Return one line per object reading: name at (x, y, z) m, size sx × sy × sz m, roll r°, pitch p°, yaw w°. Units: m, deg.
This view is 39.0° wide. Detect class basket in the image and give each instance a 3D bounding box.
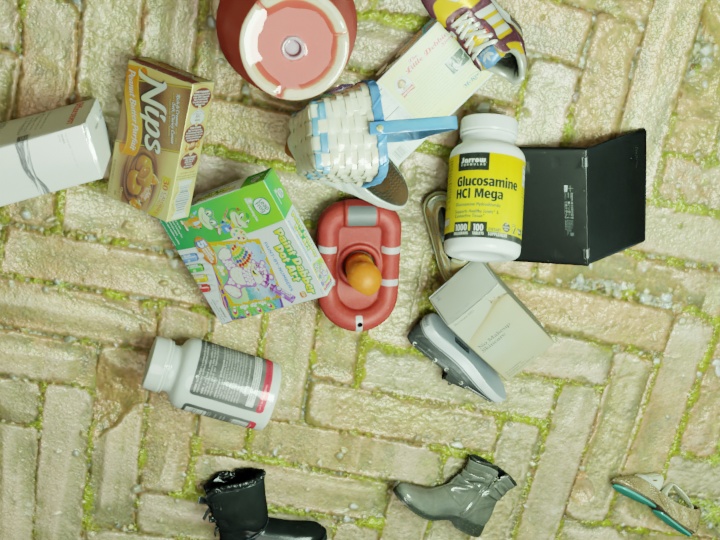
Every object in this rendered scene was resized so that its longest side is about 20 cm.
basket at (0.014, -0.184, 1.368) m, size 0.198 × 0.176 × 0.140 m, roll -3°, pitch 90°, yaw -18°

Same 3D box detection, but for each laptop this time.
laptop at (0.336, -0.116, 1.583) m, size 0.198 × 0.116 × 0.189 m, roll 3°, pitch 114°, yaw 22°

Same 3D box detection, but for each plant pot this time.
plant pot at (-0.093, -0.315, 1.354) m, size 0.199 × 0.178 × 0.202 m, roll -3°, pitch 113°, yaw -6°

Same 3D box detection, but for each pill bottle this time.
pill bottle at (0.181, -0.119, 1.473) m, size 0.111 × 0.112 × 0.202 m, roll 5°, pitch 81°, yaw -10°
pill bottle at (-0.230, 0.169, 1.566) m, size 0.199 × 0.111 × 0.111 m, roll 18°, pitch 108°, yaw -15°

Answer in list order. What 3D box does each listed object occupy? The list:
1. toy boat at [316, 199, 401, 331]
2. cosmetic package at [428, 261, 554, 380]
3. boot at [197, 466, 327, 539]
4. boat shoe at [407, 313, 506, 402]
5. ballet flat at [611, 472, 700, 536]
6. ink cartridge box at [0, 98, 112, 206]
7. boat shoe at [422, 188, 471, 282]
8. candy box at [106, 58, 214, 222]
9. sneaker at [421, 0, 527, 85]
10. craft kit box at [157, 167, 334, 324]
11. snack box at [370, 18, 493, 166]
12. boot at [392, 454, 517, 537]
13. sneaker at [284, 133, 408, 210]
toy boat at (0.000, 0.000, 1.518) m, size 0.129 × 0.131 × 0.202 m, roll -1°, pitch 112°, yaw -7°
cosmetic package at (0.205, 0.078, 1.573) m, size 0.103 × 0.073 × 0.200 m, roll -41°, pitch 134°, yaw 9°
boot at (-0.163, 0.404, 1.695) m, size 0.197 × 0.073 × 0.164 m, roll -11°, pitch 110°, yaw -3°
boat shoe at (0.152, 0.153, 1.639) m, size 0.066 × 0.070 × 0.200 m, roll -36°, pitch 116°, yaw 26°
ballet flat at (0.525, 0.397, 1.796) m, size 0.199 × 0.070 × 0.066 m, roll 35°, pitch 76°, yaw -22°
ink cartridge box at (-0.449, -0.157, 1.386) m, size 0.198 × 0.147 × 0.083 m, roll -15°, pitch 114°, yaw -1°
boat shoe at (0.149, -0.024, 1.558) m, size 0.071 × 0.076 × 0.201 m, roll -28°, pitch 113°, yaw 4°
candy box at (-0.281, -0.183, 1.420) m, size 0.115 × 0.055 × 0.201 m, roll 23°, pitch 111°, yaw 22°
sneaker at (0.162, -0.329, 1.394) m, size 0.199 × 0.091 × 0.075 m, roll 22°, pitch 138°, yaw -37°
craft kit box at (-0.167, -0.030, 1.489) m, size 0.196 × 0.049 × 0.201 m, roll -18°, pitch 115°, yaw 25°
snack box at (0.084, -0.262, 1.474) m, size 0.200 × 0.037 × 0.116 m, roll -43°, pitch 112°, yaw 10°
boot at (0.161, 0.364, 1.730) m, size 0.199 × 0.068 × 0.131 m, roll 25°, pitch 102°, yaw -24°
sneaker at (-0.021, -0.149, 1.492) m, size 0.199 × 0.085 × 0.073 m, roll 33°, pitch 64°, yaw -18°
